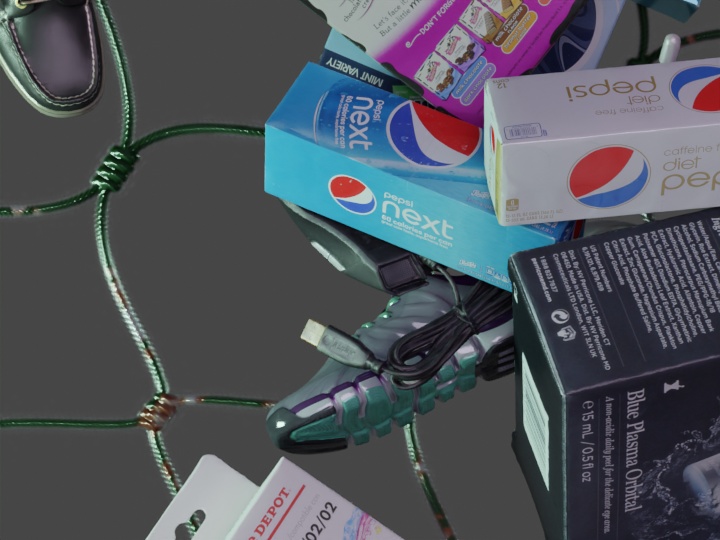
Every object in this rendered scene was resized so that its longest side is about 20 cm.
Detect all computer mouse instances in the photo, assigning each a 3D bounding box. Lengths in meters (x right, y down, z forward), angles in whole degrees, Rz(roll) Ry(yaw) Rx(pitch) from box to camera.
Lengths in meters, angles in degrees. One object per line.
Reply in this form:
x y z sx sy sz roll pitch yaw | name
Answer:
0.000 0.000 1.600 0.200 0.046 0.140 35 60 23 | computer mouse

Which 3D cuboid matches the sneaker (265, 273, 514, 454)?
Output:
0.021 0.049 1.624 0.199 0.074 0.088 -22 65 -13 | sneaker

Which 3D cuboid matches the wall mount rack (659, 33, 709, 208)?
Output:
0.232 -0.085 1.598 0.199 0.174 0.075 10 81 -4 | wall mount rack

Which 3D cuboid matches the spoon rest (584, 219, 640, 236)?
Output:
0.215 0.007 1.640 0.199 0.061 0.100 -2 50 -2 | spoon rest

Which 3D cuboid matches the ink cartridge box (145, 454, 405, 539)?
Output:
-0.037 0.202 1.574 0.200 0.068 0.115 34 63 0 | ink cartridge box

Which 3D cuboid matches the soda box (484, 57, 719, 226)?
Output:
0.175 -0.079 1.500 0.199 0.068 0.064 -5 43 -3 | soda box

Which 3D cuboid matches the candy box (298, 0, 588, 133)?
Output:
0.037 -0.199 1.577 0.200 0.061 0.137 38 102 -5 | candy box

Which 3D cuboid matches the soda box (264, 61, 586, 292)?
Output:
0.041 -0.056 1.571 0.199 0.068 0.064 22 54 14 | soda box

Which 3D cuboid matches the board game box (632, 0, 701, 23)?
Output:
0.155 -0.275 1.682 0.199 0.047 0.152 21 81 -2 | board game box

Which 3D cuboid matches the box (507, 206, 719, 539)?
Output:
0.201 0.071 1.548 0.199 0.197 0.118 -14 50 -6 | box

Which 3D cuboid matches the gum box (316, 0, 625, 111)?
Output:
0.081 -0.179 1.633 0.169 0.045 0.201 22 99 -2 | gum box

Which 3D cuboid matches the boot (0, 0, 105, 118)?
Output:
-0.205 -0.206 1.584 0.073 0.151 0.201 -11 82 -12 | boot
